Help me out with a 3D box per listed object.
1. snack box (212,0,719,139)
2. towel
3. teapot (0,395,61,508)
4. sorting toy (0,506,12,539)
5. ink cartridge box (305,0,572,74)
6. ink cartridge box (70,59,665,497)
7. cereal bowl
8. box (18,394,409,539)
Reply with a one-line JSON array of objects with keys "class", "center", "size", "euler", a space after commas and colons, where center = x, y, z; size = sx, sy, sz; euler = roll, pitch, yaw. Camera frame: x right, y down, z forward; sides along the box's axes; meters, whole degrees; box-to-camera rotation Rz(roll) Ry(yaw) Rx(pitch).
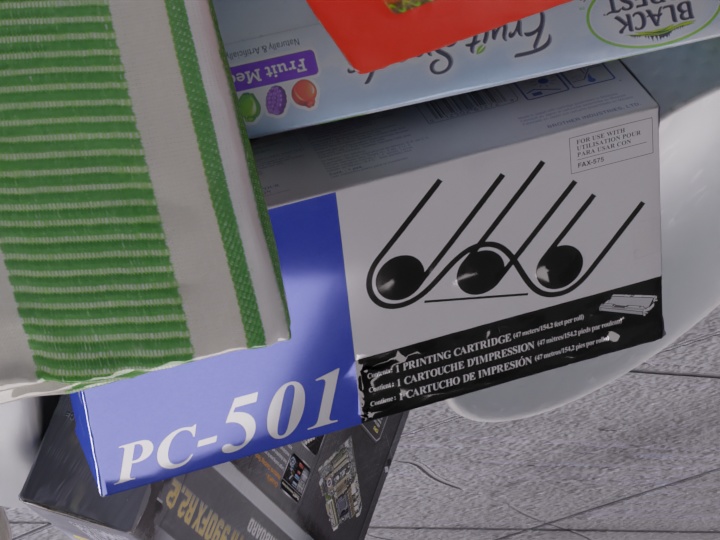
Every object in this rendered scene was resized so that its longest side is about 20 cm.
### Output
[{"class": "snack box", "center": [0.036, -0.092, 0.794], "size": [0.199, 0.053, 0.142], "euler": [-12, -168, 13]}, {"class": "towel", "center": [-0.131, -0.028, 0.698], "size": [0.199, 0.154, 0.023], "euler": [-13, -169, 4]}, {"class": "teapot", "center": [-0.154, -0.011, 0.890], "size": [0.145, 0.198, 0.200], "euler": [11, 151, 14]}, {"class": "sorting toy", "center": [-0.239, 0.083, 0.980], "size": [0.200, 0.180, 0.107], "euler": [-38, 167, -50]}, {"class": "ink cartridge box", "center": [0.029, -0.129, 0.613], "size": [0.199, 0.044, 0.174], "euler": [-17, 124, 31]}, {"class": "ink cartridge box", "center": [0.000, 0.000, 0.783], "size": [0.199, 0.044, 0.095], "euler": [-15, 125, -12]}, {"class": "cereal bowl", "center": [0.090, -0.036, 0.925], "size": [0.199, 0.083, 0.200], "euler": [-30, 153, -17]}, {"class": "box", "center": [-0.041, 0.050, 0.915], "size": [0.048, 0.159, 0.200], "euler": [14, 163, 24]}]
